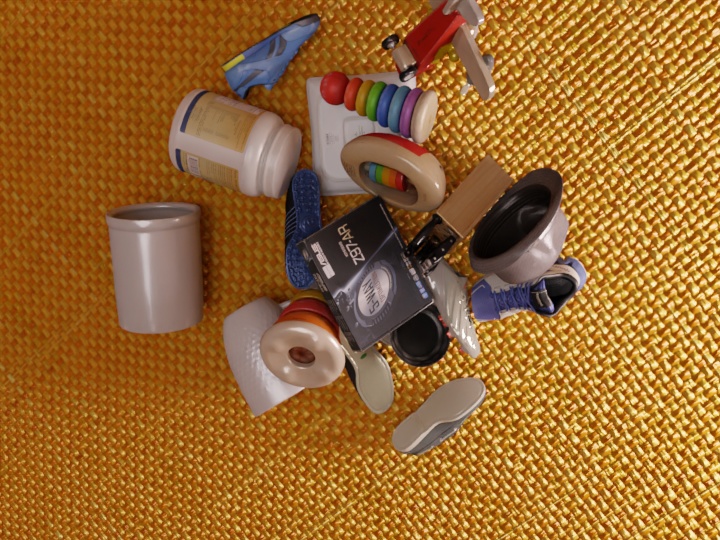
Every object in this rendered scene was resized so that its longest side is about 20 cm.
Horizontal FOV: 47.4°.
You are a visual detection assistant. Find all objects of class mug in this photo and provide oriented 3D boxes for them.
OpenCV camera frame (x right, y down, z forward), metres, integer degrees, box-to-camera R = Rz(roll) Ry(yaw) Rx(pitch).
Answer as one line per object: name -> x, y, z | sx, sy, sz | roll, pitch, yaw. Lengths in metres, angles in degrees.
mug -> -0.145, 0.133, 1.470 | 0.197, 0.148, 0.178 | -29, 86, -3

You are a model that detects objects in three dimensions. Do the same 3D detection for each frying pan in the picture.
frying pan -> 0.073, 0.087, 1.427 | 0.188, 0.031, 0.116 | 36, 77, -2

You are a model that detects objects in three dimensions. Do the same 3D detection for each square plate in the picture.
square plate -> 0.002, -0.231, 1.403 | 0.193, 0.028, 0.206 | 0, 101, 15

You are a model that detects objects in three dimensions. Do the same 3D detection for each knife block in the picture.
knife block -> 0.153, -0.083, 1.317 | 0.064, 0.176, 0.200 | 42, 109, 1

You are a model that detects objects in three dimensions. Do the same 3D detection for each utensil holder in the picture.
utensil holder -> -0.364, -0.008, 1.478 | 0.165, 0.170, 0.206 | 2, 105, 14

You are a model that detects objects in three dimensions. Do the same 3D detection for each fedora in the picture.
fedora -> 0.267, -0.056, 1.311 | 0.090, 0.176, 0.201 | 42, 85, -23

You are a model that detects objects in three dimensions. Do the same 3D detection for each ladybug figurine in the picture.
ladybug figurine -> 0.056, -0.167, 1.331 | 0.197, 0.073, 0.137 | 24, 152, 22

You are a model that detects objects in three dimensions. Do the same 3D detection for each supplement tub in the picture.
supplement tub -> -0.212, -0.213, 1.403 | 0.196, 0.144, 0.148 | 20, 106, 10

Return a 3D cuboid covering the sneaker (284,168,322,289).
sneaker -> -0.098, -0.070, 1.419 | 0.068, 0.078, 0.206 | 4, 87, -9

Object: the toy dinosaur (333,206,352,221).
toy dinosaur -> 0.000, 0.000, 1.392 | 0.101, 0.077, 0.203 | -31, 88, -11

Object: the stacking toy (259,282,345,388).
stacking toy -> -0.081, 0.083, 1.395 | 0.142, 0.202, 0.149 | 7, 132, 7

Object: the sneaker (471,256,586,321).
sneaker -> 0.271, 0.034, 1.342 | 0.195, 0.115, 0.083 | -16, 97, 18

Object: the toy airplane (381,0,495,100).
toy airplane -> 0.141, -0.382, 1.274 | 0.197, 0.139, 0.205 | 24, 121, 38

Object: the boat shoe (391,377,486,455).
boat shoe -> 0.147, 0.263, 1.466 | 0.199, 0.074, 0.062 | -38, 134, 12

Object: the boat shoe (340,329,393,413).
boat shoe -> 0.003, 0.163, 1.476 | 0.071, 0.068, 0.203 | -29, 108, -11

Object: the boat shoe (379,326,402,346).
boat shoe -> 0.004, 0.047, 1.456 | 0.066, 0.057, 0.202 | -38, 95, -17

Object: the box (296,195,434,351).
box -> 0.009, 0.004, 1.343 | 0.158, 0.043, 0.203 | -30, 96, -22

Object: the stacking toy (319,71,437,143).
stacking toy -> 0.023, -0.274, 1.337 | 0.196, 0.085, 0.088 | 19, 107, 16

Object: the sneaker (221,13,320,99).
sneaker -> -0.142, -0.363, 1.399 | 0.197, 0.066, 0.079 | -27, 106, 19

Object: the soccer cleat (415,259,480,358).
soccer cleat -> 0.161, 0.052, 1.398 | 0.076, 0.069, 0.203 | -30, 87, 7
